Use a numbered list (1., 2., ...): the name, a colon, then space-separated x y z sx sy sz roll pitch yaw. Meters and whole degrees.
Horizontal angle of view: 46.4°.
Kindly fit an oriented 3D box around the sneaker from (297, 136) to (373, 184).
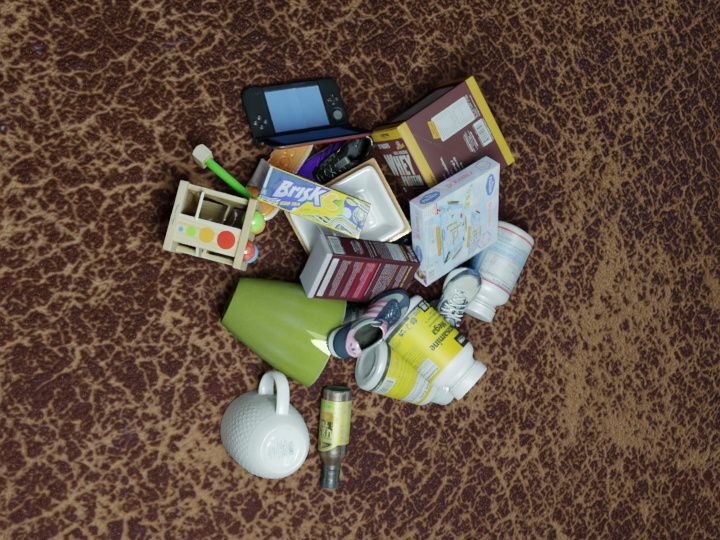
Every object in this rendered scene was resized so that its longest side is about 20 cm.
1. sneaker: -0.053 -0.206 1.629 0.200 0.099 0.070 -43 109 -11

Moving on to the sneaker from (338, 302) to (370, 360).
1. sneaker: 0.006 0.088 1.675 0.200 0.074 0.081 -45 102 6

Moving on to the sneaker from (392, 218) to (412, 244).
1. sneaker: 0.051 -0.071 1.701 0.199 0.075 0.080 8 82 -14

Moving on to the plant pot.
1. plant pot: -0.155 0.095 1.580 0.199 0.187 0.188 24 85 -12

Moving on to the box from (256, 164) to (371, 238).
1. box: -0.084 -0.126 1.536 0.199 0.064 0.070 21 94 -1

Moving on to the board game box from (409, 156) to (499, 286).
1. board game box: 0.187 -0.095 1.647 0.199 0.041 0.201 -31 139 -24

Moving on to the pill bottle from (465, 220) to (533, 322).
1. pill bottle: 0.282 0.002 1.789 0.108 0.109 0.201 29 83 -23

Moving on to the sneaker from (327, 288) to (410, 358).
1. sneaker: 0.035 0.099 1.521 0.200 0.082 0.070 -37 112 -32

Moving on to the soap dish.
1. soap dish: -0.024 -0.098 1.611 0.199 0.081 0.158 -29 94 2

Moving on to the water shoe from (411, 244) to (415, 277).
1. water shoe: 0.068 -0.005 1.710 0.199 0.079 0.072 -26 104 -20

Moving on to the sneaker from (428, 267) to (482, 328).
1. sneaker: 0.187 0.078 1.705 0.077 0.200 0.085 22 42 -11

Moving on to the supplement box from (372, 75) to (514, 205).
1. supplement box: 0.165 -0.251 1.704 0.200 0.133 0.198 -36 107 -17

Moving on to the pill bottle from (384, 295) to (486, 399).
1. pill bottle: 0.145 0.153 1.638 0.200 0.113 0.112 43 76 7

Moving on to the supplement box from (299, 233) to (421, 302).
1. supplement box: 0.000 0.000 1.562 0.199 0.061 0.109 7 128 -29

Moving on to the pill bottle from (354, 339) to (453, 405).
1. pill bottle: 0.098 0.213 1.724 0.199 0.111 0.112 20 86 -24

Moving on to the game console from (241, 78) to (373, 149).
1. game console: -0.101 -0.295 1.568 0.199 0.119 0.173 -12 78 -23

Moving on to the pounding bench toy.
1. pounding bench toy: -0.246 -0.113 1.515 0.155 0.124 0.201 14 88 -2

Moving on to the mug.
1. mug: -0.169 0.289 1.578 0.147 0.175 0.202 6 92 -24

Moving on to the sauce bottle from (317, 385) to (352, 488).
1. sauce bottle: -0.054 0.337 1.693 0.064 0.065 0.202 3 91 -24

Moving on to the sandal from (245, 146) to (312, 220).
1. sandal: -0.158 -0.196 1.598 0.079 0.059 0.207 28 78 2
